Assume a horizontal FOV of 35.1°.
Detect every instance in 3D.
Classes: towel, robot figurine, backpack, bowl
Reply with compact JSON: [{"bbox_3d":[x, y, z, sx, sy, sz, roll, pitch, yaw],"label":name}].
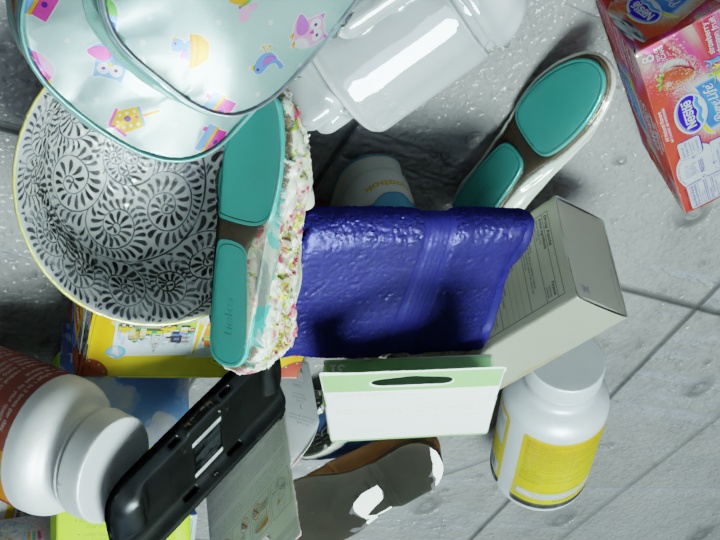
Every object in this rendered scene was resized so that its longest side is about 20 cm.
[{"bbox_3d":[0.026,0.005,0.895,0.196,0.050,0.149,-1,132,-23],"label":"towel"},{"bbox_3d":[0.031,-0.174,0.770,0.199,0.114,0.169,-34,179,15],"label":"robot figurine"},{"bbox_3d":[-0.105,-0.166,0.662,0.175,0.154,0.201,34,102,-36],"label":"backpack"},{"bbox_3d":[-0.148,-0.071,0.807,0.197,0.094,0.205,-5,106,-19],"label":"bowl"}]

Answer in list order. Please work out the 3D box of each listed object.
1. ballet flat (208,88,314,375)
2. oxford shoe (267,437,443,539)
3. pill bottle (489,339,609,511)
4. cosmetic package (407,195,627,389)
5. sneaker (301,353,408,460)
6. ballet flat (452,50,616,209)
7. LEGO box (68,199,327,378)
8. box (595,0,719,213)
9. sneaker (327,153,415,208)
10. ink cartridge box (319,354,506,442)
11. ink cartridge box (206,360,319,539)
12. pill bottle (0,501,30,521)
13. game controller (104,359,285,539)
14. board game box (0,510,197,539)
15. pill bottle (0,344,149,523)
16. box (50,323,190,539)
[{"bbox_3d":[-0.063,-0.028,0.772,0.063,0.075,0.204,-10,116,-50],"label":"ballet flat"},{"bbox_3d":[-0.009,0.210,1.111,0.197,0.071,0.072,-22,103,10],"label":"oxford shoe"},{"bbox_3d":[0.200,0.155,1.194,0.110,0.113,0.202,-9,139,-11],"label":"pill bottle"},{"bbox_3d":[0.130,0.033,1.013,0.072,0.105,0.199,20,140,-37],"label":"cosmetic package"},{"bbox_3d":[0.019,0.126,1.137,0.198,0.079,0.089,-29,156,10],"label":"sneaker"},{"bbox_3d":[0.150,-0.104,0.941,0.068,0.070,0.201,12,134,-31],"label":"ballet flat"},{"bbox_3d":[-0.130,0.015,0.942,0.197,0.078,0.150,3,136,-23],"label":"LEGO box"},{"bbox_3d":[0.262,-0.154,0.895,0.099,0.096,0.201,-27,138,9],"label":"box"},{"bbox_3d":[0.000,0.000,0.975,0.075,0.082,0.202,-6,139,-17],"label":"sneaker"},{"bbox_3d":[0.039,0.092,0.924,0.143,0.049,0.201,-2,156,1],"label":"ink cartridge box"},{"bbox_3d":[-0.091,0.205,1.070,0.049,0.202,0.161,16,129,-30],"label":"ink cartridge box"},{"bbox_3d":[-0.324,0.225,1.072,0.198,0.112,0.111,20,126,-35],"label":"pill bottle"},{"bbox_3d":[-0.130,0.145,0.921,0.200,0.042,0.105,-45,146,-34],"label":"game controller"},{"bbox_3d":[-0.258,0.309,1.060,0.196,0.043,0.203,-5,121,-28],"label":"board game box"},{"bbox_3d":[-0.271,0.127,0.911,0.197,0.113,0.113,16,148,26],"label":"pill bottle"},{"bbox_3d":[-0.211,0.152,1.004,0.120,0.204,0.048,3,166,-25],"label":"box"}]
